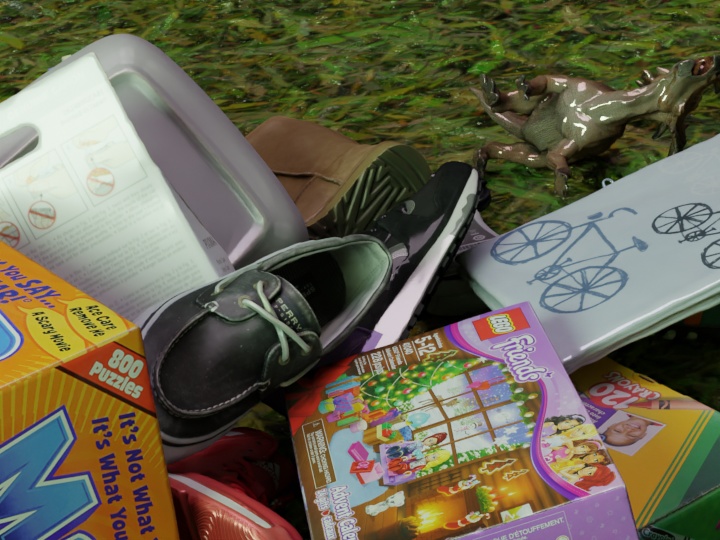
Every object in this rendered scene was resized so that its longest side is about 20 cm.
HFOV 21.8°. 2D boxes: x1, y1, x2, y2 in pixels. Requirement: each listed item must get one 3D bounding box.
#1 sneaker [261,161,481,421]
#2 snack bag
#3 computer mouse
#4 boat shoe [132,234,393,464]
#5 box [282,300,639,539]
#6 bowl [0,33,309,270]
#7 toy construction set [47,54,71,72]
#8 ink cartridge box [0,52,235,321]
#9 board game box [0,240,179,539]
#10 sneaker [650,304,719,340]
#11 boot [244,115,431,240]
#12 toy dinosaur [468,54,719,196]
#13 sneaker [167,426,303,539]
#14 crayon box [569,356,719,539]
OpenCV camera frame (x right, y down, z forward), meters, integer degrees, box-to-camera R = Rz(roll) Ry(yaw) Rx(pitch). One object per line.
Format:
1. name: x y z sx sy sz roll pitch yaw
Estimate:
1. sneaker: 0.000 0.000 1.075 0.087 0.076 0.200 29 58 3
2. snack bag: 0.167 -0.016 1.052 0.200 0.021 0.189 -26 22 -7
3. computer mouse: 0.050 -0.011 1.218 0.109 0.044 0.200 -12 24 -6
4. boat shoe: -0.053 0.025 0.930 0.071 0.072 0.200 -28 9 38
5. box: 0.039 0.088 0.879 0.137 0.039 0.200 -17 23 -1
6. bowl: -0.141 -0.027 1.083 0.200 0.200 0.075 -41 2 -18
7. toy construction set: -0.168 -0.056 1.256 0.092 0.131 0.200 -14 27 -12
8. ink cartridge box: -0.157 0.007 1.008 0.160 0.200 0.047 -28 1 9
9. board game box: -0.219 0.115 0.851 0.200 0.200 0.200 -25 33 -30
10. sneaker: 0.189 0.015 1.109 0.200 0.080 0.071 -20 11 21
11. boot: -0.055 -0.028 1.249 0.175 0.066 0.200 -43 25 -16
12. toy dinosaur: 0.162 -0.106 1.343 0.135 0.086 0.200 -10 8 -29
13. sneaker: -0.063 0.112 0.933 0.115 0.078 0.200 -24 20 -34
14. crayon box: 0.107 0.100 0.962 0.119 0.058 0.200 -23 30 -29
